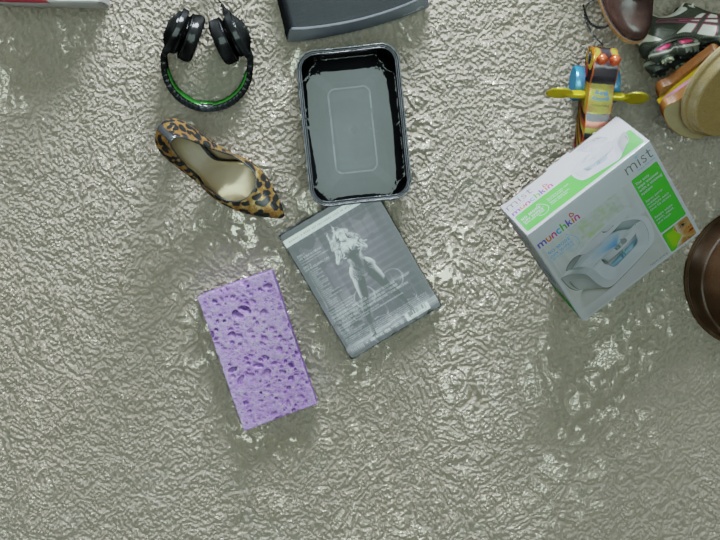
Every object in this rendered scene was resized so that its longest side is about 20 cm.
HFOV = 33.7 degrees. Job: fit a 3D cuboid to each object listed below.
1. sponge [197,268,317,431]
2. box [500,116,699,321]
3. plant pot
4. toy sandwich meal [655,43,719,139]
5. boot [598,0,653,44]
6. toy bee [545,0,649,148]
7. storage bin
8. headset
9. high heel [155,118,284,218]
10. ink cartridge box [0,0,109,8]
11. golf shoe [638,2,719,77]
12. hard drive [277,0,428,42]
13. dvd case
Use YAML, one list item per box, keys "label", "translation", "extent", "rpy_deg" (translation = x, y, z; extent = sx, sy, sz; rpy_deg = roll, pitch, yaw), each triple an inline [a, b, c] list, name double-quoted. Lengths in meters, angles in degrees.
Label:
- label: "sponge"
  translation: [-0.141, 0.110, 1.647]
  extent: [0.111, 0.030, 0.202]
  rpy_deg: [-18, 98, 0]
- label: "box"
  translation: [0.317, -0.069, 1.581]
  extent: [0.199, 0.097, 0.177]
  rpy_deg: [-36, 123, 3]
- label: "plant pot"
  translation: [0.556, 0.021, 1.579]
  extent: [0.198, 0.198, 0.202]
  rpy_deg: [0, 97, -2]
- label: "toy sandwich meal"
  translation: [0.488, -0.255, 1.562]
  extent: [0.204, 0.206, 0.071]
  rpy_deg: [-27, 54, 1]
- label: "boot"
  translation: [0.357, -0.402, 1.497]
  extent: [0.072, 0.166, 0.202]
  rpy_deg: [-4, 84, -11]
- label: "toy bee"
  translation: [0.309, -0.253, 1.578]
  extent: [0.130, 0.109, 0.202]
  rpy_deg: [-18, 98, 2]
- label: "storage bin"
  translation: [-0.009, -0.189, 1.573]
  extent: [0.134, 0.094, 0.202]
  rpy_deg: [-6, 92, -1]
- label: "headset"
  translation: [-0.202, -0.315, 1.580]
  extent: [0.122, 0.094, 0.202]
  rpy_deg: [1, 113, -7]
- label: "high heel"
  translation: [-0.183, -0.124, 1.557]
  extent: [0.199, 0.143, 0.072]
  rpy_deg: [37, 95, -6]
- label: "ink cartridge box"
  translation: [-0.402, -0.444, 1.536]
  extent: [0.146, 0.086, 0.202]
  rpy_deg: [0, 99, -2]
- label: "golf shoe"
  translation: [0.464, -0.322, 1.591]
  extent: [0.198, 0.077, 0.089]
  rpy_deg: [-10, 71, -14]
- label: "hard drive"
  translation: [-0.016, -0.387, 1.579]
  extent: [0.198, 0.042, 0.136]
  rpy_deg: [-14, 98, 0]
- label: "dvd case"
  translation: [0.000, 0.000, 1.645]
  extent: [0.148, 0.016, 0.201]
  rpy_deg: [-30, 98, 2]
